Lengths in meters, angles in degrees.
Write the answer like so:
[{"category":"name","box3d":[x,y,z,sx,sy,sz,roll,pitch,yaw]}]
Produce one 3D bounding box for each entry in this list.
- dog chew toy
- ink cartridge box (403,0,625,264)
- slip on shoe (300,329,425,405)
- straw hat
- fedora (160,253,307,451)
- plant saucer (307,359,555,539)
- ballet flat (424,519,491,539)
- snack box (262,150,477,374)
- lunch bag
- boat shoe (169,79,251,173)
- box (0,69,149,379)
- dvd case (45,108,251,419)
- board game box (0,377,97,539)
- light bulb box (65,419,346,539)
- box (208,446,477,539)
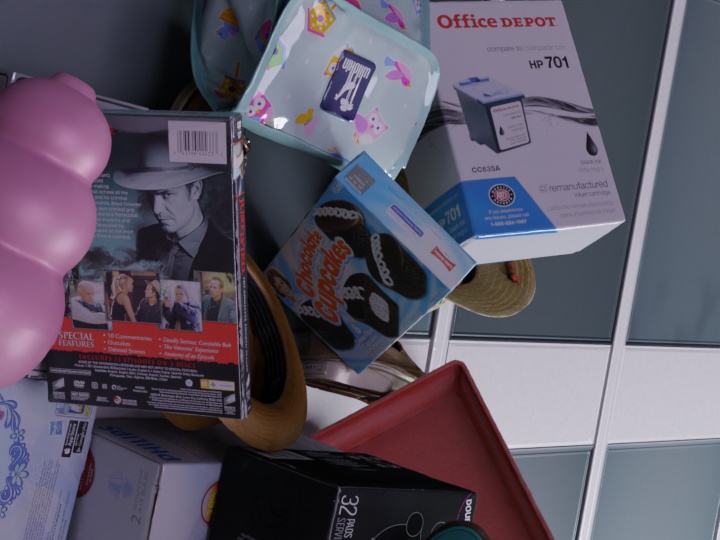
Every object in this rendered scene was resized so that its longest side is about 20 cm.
[{"category":"dog chew toy","box3d":[-0.219,-0.028,0.860,0.124,0.124,0.200,32,81,-43]},{"category":"ink cartridge box","box3d":[0.110,-0.112,1.145,0.146,0.086,0.201,-7,76,-26]},{"category":"slip on shoe","box3d":[0.026,0.090,1.243,0.200,0.076,0.061,21,69,-40]},{"category":"straw hat","box3d":[0.052,-0.007,1.221,0.201,0.201,0.085,7,136,-44]},{"category":"fedora","box3d":[-0.117,0.055,1.048,0.201,0.082,0.201,52,20,-28]},{"category":"plant saucer","box3d":[0.040,0.204,1.161,0.200,0.200,0.037,-29,154,5]},{"category":"ballet flat","box3d":[0.042,0.266,0.960,0.200,0.068,0.072,-69,155,-8]},{"category":"snack box","box3d":[0.000,0.000,1.081,0.116,0.200,0.037,44,61,1]},{"category":"lunch bag","box3d":[-0.032,-0.176,1.047,0.170,0.122,0.201,20,60,-43]},{"category":"boat shoe","box3d":[-0.113,-0.079,1.015,0.200,0.068,0.072,-60,159,-53]},{"category":"box","box3d":[-0.227,-0.029,0.973,0.116,0.060,0.201,10,93,-45]},{"category":"dvd case","box3d":[-0.143,-0.005,0.925,0.022,0.146,0.201,-43,133,-68]},{"category":"board game box","box3d":[-0.291,0.161,0.970,0.199,0.043,0.201,13,91,-45]},{"category":"light bulb box","box3d":[-0.126,0.223,1.086,0.200,0.125,0.199,5,96,-45]},{"category":"box","box3d":[-0.025,0.239,1.014,0.148,0.124,0.201,10,91,-44]}]
